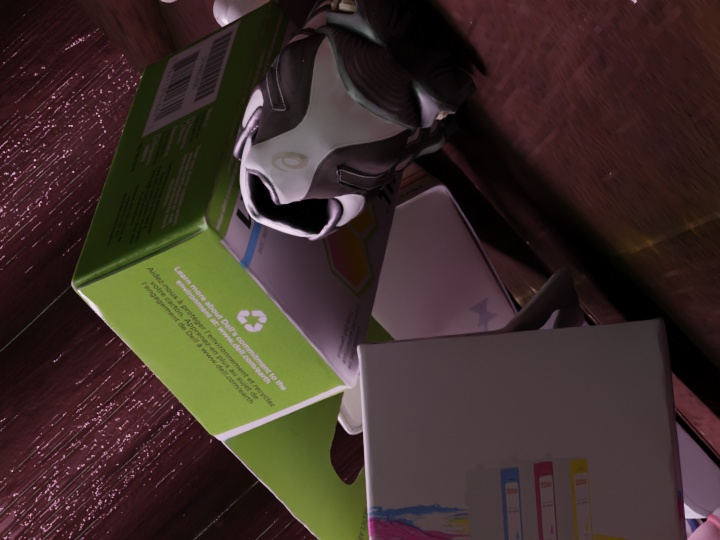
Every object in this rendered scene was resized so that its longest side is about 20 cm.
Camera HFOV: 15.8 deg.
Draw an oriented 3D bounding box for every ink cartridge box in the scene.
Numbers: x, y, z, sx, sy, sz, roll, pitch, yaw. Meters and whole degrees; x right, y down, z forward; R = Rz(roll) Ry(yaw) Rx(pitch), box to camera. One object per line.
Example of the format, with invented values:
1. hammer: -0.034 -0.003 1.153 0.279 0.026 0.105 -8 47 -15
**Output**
1. ink cartridge box: -0.019 0.011 1.102 0.200 0.075 0.148 48 -146 -28
2. ink cartridge box: 0.071 0.109 1.056 0.129 0.124 0.201 62 -157 -74

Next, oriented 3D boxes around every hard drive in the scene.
1. hard drive: 0.127 0.072 1.325 0.132 0.027 0.200 48 178 5

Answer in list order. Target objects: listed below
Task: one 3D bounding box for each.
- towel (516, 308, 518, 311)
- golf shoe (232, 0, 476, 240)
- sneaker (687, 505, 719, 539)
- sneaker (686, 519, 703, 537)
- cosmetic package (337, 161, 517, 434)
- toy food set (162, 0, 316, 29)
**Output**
1. towel: 0.044 -0.005 1.542 0.145 0.024 0.200 51 176 -40
2. golf shoe: -0.013 -0.059 1.003 0.078 0.094 0.200 46 178 3
3. sneaker: 0.197 0.194 1.182 0.200 0.105 0.075 42 173 47
4. sneaker: 0.170 0.201 1.509 0.200 0.115 0.081 50 178 29
5. cosmetic package: 0.000 0.000 1.305 0.088 0.103 0.200 61 175 -15
6. toy food set: -0.068 -0.125 1.226 0.200 0.060 0.144 46 176 38
